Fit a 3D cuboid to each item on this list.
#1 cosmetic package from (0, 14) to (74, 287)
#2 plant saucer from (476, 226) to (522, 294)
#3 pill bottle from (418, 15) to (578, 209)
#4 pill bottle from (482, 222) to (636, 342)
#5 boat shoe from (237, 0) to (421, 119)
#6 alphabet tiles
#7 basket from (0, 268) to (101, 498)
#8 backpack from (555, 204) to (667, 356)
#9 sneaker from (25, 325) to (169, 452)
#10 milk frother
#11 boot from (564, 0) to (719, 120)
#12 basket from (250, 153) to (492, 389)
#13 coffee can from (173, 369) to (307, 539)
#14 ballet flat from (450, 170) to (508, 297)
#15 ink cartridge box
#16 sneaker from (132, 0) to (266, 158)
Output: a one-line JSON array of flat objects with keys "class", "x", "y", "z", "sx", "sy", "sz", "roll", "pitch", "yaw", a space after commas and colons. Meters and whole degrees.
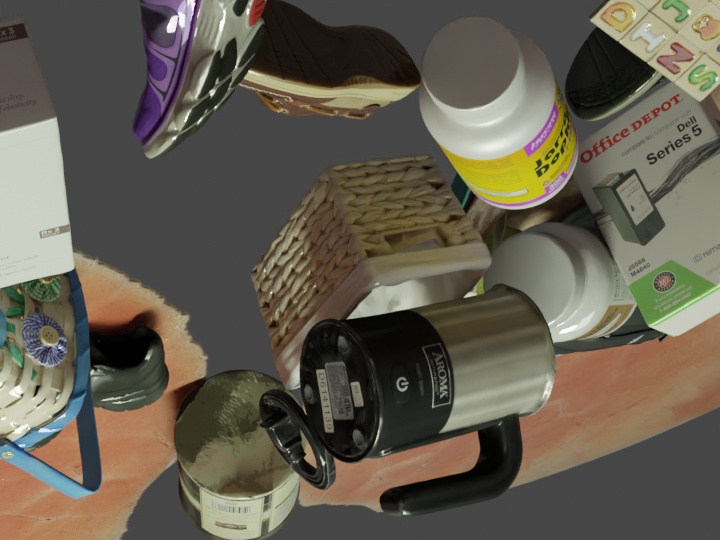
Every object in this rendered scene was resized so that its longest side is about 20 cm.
[{"class": "cosmetic package", "x": -0.245, "y": -0.062, "z": 0.853, "sx": 0.112, "sy": 0.081, "sz": 0.200, "roll": -17, "pitch": 159, "yaw": -14}, {"class": "plant saucer", "x": 0.072, "y": 0.020, "z": 1.454, "sx": 0.199, "sy": 0.048, "sz": 0.200, "roll": -18, "pitch": 159, "yaw": -18}, {"class": "pill bottle", "x": 0.106, "y": -0.123, "z": 1.064, "sx": 0.104, "sy": 0.105, "sz": 0.200, "roll": -28, "pitch": 160, "yaw": 9}, {"class": "pill bottle", "x": 0.193, "y": 0.011, "z": 1.319, "sx": 0.114, "sy": 0.115, "sz": 0.200, "roll": -33, "pitch": 166, "yaw": 21}, {"class": "boat shoe", "x": -0.043, "y": -0.132, "z": 0.930, "sx": 0.072, "sy": 0.072, "sz": 0.200, "roll": -38, "pitch": 160, "yaw": 33}, {"class": "alphabet tiles", "x": 0.273, "y": -0.214, "z": 1.024, "sx": 0.200, "sy": 0.006, "sz": 0.166, "roll": 28, "pitch": 122, "yaw": -31}, {"class": "basket", "x": -0.259, "y": 0.067, "z": 1.016, "sx": 0.139, "sy": 0.177, "sz": 0.200, "roll": -20, "pitch": 152, "yaw": 12}, {"class": "backpack", "x": 0.271, "y": 0.012, "z": 1.510, "sx": 0.200, "sy": 0.151, "sz": 0.178, "roll": -14, "pitch": 156, "yaw": -43}, {"class": "sneaker", "x": -0.270, "y": 0.099, "z": 1.251, "sx": 0.199, "sy": 0.076, "sz": 0.091, "roll": -23, "pitch": 151, "yaw": -26}, {"class": "milk frother", "x": 0.032, "y": 0.105, "z": 1.181, "sx": 0.187, "sy": 0.181, "sz": 0.200, "roll": -9, "pitch": -163, "yaw": -34}, {"class": "boot", "x": 0.281, "y": -0.189, "z": 1.133, "sx": 0.153, "sy": 0.074, "sz": 0.204, "roll": 4, "pitch": 142, "yaw": -43}, {"class": "basket", "x": 0.000, "y": 0.000, "z": 1.217, "sx": 0.135, "sy": 0.124, "sz": 0.200, "roll": -10, "pitch": 154, "yaw": -34}, {"class": "coffee can", "x": -0.136, "y": 0.215, "z": 1.553, "sx": 0.146, "sy": 0.147, "sz": 0.200, "roll": -19, "pitch": 159, "yaw": -14}, {"class": "ballet flat", "x": 0.090, "y": -0.010, "z": 1.292, "sx": 0.067, "sy": 0.068, "sz": 0.200, "roll": 16, "pitch": 121, "yaw": -24}, {"class": "ink cartridge box", "x": 0.303, "y": -0.062, "z": 1.300, "sx": 0.145, "sy": 0.201, "sz": 0.084, "roll": -34, "pitch": 155, "yaw": 23}, {"class": "sneaker", "x": -0.100, "y": -0.154, "z": 0.785, "sx": 0.081, "sy": 0.083, "sz": 0.200, "roll": -49, "pitch": 166, "yaw": -49}]
